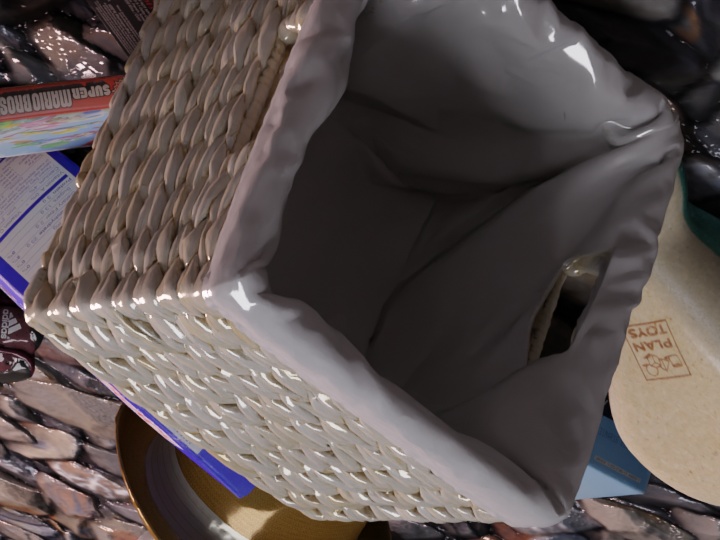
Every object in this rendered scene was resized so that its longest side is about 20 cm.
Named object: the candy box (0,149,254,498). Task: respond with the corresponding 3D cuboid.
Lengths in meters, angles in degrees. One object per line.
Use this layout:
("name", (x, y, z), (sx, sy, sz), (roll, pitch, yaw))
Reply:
("candy box", (-0.133, 0.011, 1.180), (0.200, 0.077, 0.169), (38, 172, 44))

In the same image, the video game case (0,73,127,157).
("video game case", (-0.171, -0.067, 1.039), (0.198, 0.018, 0.143), (-10, 179, -31))

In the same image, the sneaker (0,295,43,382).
("sneaker", (-0.257, 0.018, 1.387), (0.114, 0.076, 0.200), (5, 161, 17))

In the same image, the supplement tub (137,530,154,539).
("supplement tub", (-0.067, 0.258, 1.612), (0.198, 0.145, 0.145), (6, 150, 27))

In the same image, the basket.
("basket", (0.001, -0.019, 0.934), (0.200, 0.200, 0.160), (36, 152, -31))

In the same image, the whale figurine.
("whale figurine", (0.171, 0.017, 1.082), (0.158, 0.104, 0.201), (-13, 115, 48))

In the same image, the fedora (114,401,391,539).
("fedora", (-0.049, 0.119, 1.343), (0.200, 0.201, 0.082), (29, 125, -18))

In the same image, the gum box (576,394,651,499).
("gum box", (0.041, 0.078, 1.236), (0.169, 0.045, 0.199), (28, 160, -24))

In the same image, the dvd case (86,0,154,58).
("dvd case", (-0.041, -0.130, 1.005), (0.198, 0.022, 0.146), (5, 150, 29))
